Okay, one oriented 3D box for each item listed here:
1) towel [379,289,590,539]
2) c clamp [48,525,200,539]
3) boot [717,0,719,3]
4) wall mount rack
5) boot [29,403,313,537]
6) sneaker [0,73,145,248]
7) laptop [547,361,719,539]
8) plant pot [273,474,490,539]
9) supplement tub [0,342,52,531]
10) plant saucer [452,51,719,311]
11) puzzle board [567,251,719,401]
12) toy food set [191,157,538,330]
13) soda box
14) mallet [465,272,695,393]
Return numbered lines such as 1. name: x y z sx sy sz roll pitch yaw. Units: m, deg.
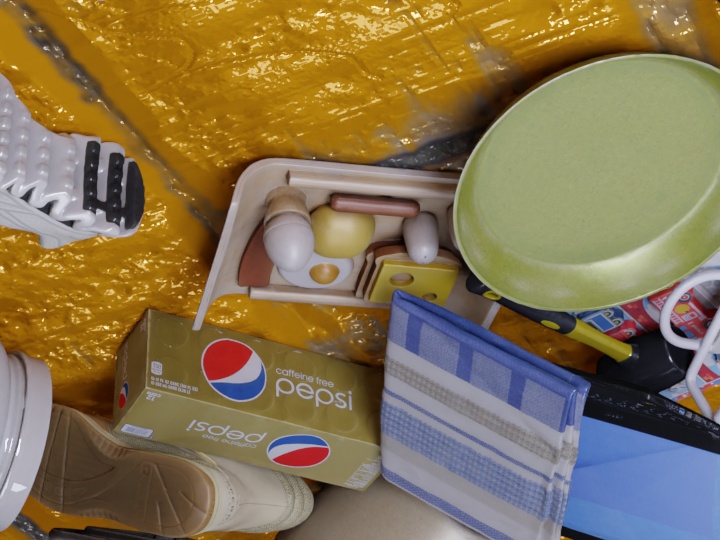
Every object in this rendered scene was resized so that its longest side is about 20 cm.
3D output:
1. towel: 0.078 0.106 1.356 0.146 0.024 0.201 26 143 20
2. c clamp: -0.114 0.201 1.450 0.199 0.027 0.170 3 176 40
3. boot: 0.256 -0.190 1.077 0.153 0.074 0.203 32 131 -33
4. wall mount rack: 0.306 0.027 1.361 0.199 0.075 0.175 4 126 -27
5. boot: -0.148 0.146 1.508 0.199 0.073 0.155 12 -178 32
6. sneaker: -0.222 -0.067 1.228 0.081 0.076 0.200 -18 141 35
7. laptop: 0.145 0.127 1.377 0.176 0.104 0.200 13 173 34
8. plant pot: 0.051 0.210 1.531 0.199 0.201 0.135 20 123 -27
9. supplement tub: -0.320 0.093 1.375 0.199 0.145 0.144 17 140 -25
10. plant saucer: 0.149 -0.058 1.254 0.198 0.031 0.201 -8 133 -8
11. puzzle board: 0.223 0.026 1.417 0.150 0.018 0.200 -25 139 28
12. toy food set: 0.000 0.000 1.330 0.198 0.061 0.144 5 144 -13
13. soda box: -0.071 0.093 1.451 0.199 0.068 0.064 16 140 -23
14. mallet: 0.136 0.043 1.378 0.199 0.041 0.066 20 142 -33
